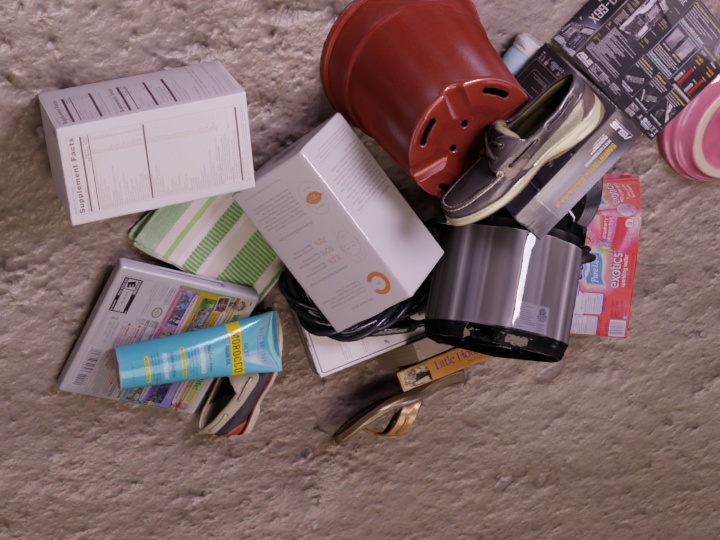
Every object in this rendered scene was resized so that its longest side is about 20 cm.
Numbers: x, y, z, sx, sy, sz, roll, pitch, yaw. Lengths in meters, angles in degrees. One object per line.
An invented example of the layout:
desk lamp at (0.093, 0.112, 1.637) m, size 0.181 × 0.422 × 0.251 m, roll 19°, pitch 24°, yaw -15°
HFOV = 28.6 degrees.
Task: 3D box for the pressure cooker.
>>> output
pressure cooker at (0.173, -0.002, 1.648) m, size 0.176 × 0.178 × 0.202 m, roll 21°, pitch 77°, yaw -58°

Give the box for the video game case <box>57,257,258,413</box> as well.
video game case at (-0.243, 0.082, 1.696) m, size 0.181 × 0.022 × 0.201 m, roll 14°, pitch 123°, yaw -30°

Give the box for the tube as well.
tube at (-0.193, 0.100, 1.684) m, size 0.199 × 0.050 × 0.078 m, roll -10°, pitch 114°, yaw -16°

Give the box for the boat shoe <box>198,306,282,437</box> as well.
boat shoe at (-0.149, 0.129, 1.767) m, size 0.062 × 0.071 × 0.201 m, roll 5°, pitch 127°, yaw -25°

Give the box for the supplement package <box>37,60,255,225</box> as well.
supplement package at (-0.224, -0.137, 1.483) m, size 0.199 × 0.110 × 0.114 m, roll -13°, pitch 119°, yaw -17°

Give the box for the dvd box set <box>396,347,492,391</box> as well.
dvd box set at (0.148, 0.102, 1.828) m, size 0.199 × 0.146 × 0.030 m, roll -22°, pitch 88°, yaw 6°

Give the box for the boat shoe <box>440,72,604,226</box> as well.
boat shoe at (0.157, -0.129, 1.455) m, size 0.200 × 0.072 × 0.066 m, roll -38°, pitch 123°, yaw 4°

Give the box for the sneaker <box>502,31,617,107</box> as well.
sneaker at (0.237, -0.205, 1.698) m, size 0.199 × 0.074 × 0.082 m, roll 32°, pitch 109°, yaw -28°

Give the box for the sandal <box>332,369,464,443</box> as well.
sandal at (0.058, 0.190, 1.901) m, size 0.199 × 0.080 × 0.054 m, roll -24°, pitch 88°, yaw -12°

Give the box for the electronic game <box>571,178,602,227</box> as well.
electronic game at (0.194, -0.106, 1.717) m, size 0.198 × 0.042 × 0.201 m, roll 7°, pitch 127°, yaw 10°

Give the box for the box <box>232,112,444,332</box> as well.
box at (-0.024, -0.051, 1.578) m, size 0.124 × 0.098 × 0.200 m, roll -27°, pitch 105°, yaw 41°

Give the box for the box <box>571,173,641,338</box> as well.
box at (0.304, -0.019, 1.834) m, size 0.102 × 0.095 × 0.201 m, roll 3°, pitch 128°, yaw 7°

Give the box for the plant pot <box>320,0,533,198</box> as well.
plant pot at (0.083, -0.191, 1.545) m, size 0.199 × 0.196 × 0.202 m, roll -13°, pitch 129°, yaw -17°

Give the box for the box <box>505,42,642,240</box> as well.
box at (0.202, -0.146, 1.558) m, size 0.048 × 0.200 × 0.159 m, roll 35°, pitch 103°, yaw -31°

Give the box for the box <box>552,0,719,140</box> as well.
box at (0.350, -0.273, 1.711) m, size 0.158 × 0.050 × 0.200 m, roll -46°, pitch 131°, yaw 11°

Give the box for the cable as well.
cable at (0.000, 0.000, 1.685) m, size 0.198 × 0.051 × 0.165 m, roll -4°, pitch 97°, yaw -12°

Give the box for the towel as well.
towel at (-0.153, -0.049, 1.656) m, size 0.199 × 0.023 × 0.153 m, roll 31°, pitch 107°, yaw -38°

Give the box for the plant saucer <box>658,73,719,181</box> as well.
plant saucer at (0.486, -0.196, 1.838) m, size 0.199 × 0.051 × 0.202 m, roll -13°, pitch 130°, yaw -16°

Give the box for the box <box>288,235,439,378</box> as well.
box at (0.016, 0.040, 1.752) m, size 0.199 × 0.060 × 0.117 m, roll -22°, pitch 103°, yaw -10°

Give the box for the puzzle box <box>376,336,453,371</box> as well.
puzzle box at (0.131, 0.078, 1.814) m, size 0.199 × 0.133 × 0.026 m, roll -21°, pitch 88°, yaw -21°
